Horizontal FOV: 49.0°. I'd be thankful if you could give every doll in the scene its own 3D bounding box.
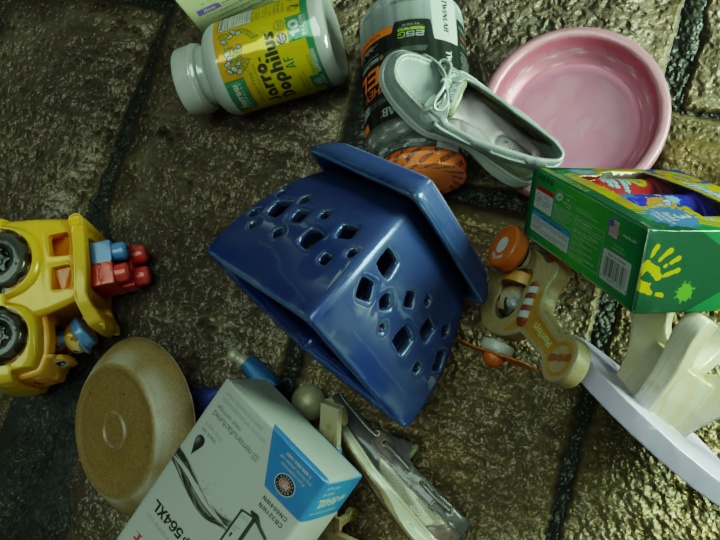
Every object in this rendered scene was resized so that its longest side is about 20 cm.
[{"bbox_3d":[-0.134,0.155,0.879,0.196,0.048,0.139,-9,85,12],"label":"doll"}]

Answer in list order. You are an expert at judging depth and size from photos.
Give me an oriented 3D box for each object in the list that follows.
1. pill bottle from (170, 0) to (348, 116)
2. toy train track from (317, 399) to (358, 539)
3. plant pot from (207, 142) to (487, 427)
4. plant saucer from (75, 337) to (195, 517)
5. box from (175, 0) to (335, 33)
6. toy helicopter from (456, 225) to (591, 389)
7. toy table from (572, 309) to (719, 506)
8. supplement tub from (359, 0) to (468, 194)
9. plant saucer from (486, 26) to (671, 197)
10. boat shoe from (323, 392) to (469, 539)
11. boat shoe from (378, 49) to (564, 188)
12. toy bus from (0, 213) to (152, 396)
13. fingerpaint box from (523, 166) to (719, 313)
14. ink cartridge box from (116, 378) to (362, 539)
[{"bbox_3d":[-0.122,-0.255,0.955,0.196,0.113,0.115,-14,72,12],"label":"pill bottle"},{"bbox_3d":[-0.027,0.227,0.803,0.113,0.032,0.204,13,108,34],"label":"toy train track"},{"bbox_3d":[0.000,0.000,0.784,0.180,0.200,0.199,-50,43,-10],"label":"plant pot"},{"bbox_3d":[-0.262,0.177,0.880,0.197,0.035,0.205,-2,87,36],"label":"plant saucer"},{"bbox_3d":[-0.146,-0.384,0.950,0.173,0.200,0.098,-20,71,11],"label":"box"},{"bbox_3d":[0.161,0.055,0.767,0.133,0.078,0.201,-54,22,15],"label":"toy helicopter"},{"bbox_3d":[0.290,0.096,0.717,0.200,0.183,0.118,42,105,20],"label":"toy table"},{"bbox_3d":[0.062,-0.193,0.878,0.120,0.123,0.204,-8,73,14],"label":"supplement tub"},{"bbox_3d":[0.231,-0.162,0.859,0.197,0.051,0.205,-4,75,15],"label":"plant saucer"},{"bbox_3d":[0.034,0.201,0.812,0.064,0.072,0.201,-34,62,-11],"label":"boat shoe"},{"bbox_3d":[0.110,-0.156,0.782,0.200,0.065,0.075,35,69,-11],"label":"boat shoe"},{"bbox_3d":[-0.346,0.035,0.946,0.188,0.136,0.204,-8,75,-3],"label":"toy bus"},{"bbox_3d":[0.266,-0.036,0.706,0.164,0.200,0.075,0,111,-14],"label":"fingerpaint box"},{"bbox_3d":[-0.118,0.228,0.760,0.145,0.084,0.201,38,98,23],"label":"ink cartridge box"}]
